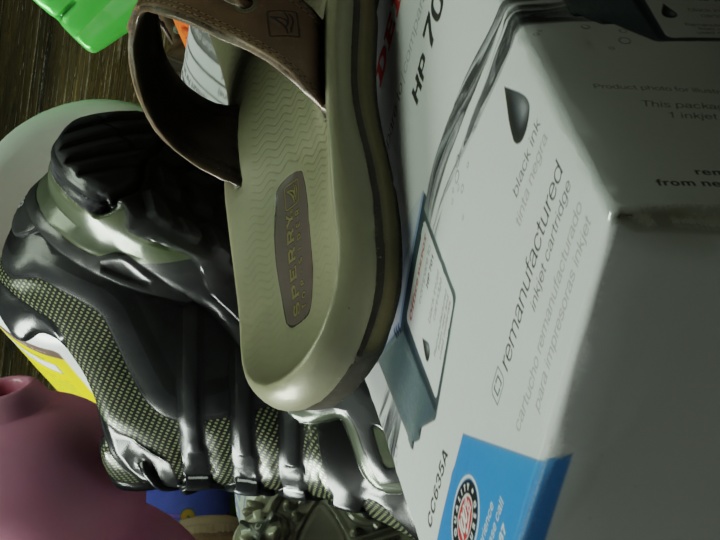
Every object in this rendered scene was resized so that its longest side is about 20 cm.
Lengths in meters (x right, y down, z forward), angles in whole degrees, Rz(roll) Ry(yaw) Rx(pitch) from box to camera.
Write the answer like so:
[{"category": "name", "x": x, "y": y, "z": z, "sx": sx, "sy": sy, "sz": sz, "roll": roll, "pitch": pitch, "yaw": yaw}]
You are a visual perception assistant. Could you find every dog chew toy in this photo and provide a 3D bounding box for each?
[{"category": "dog chew toy", "x": -0.097, "y": 0.132, "z": 0.807, "sx": 0.125, "sy": 0.124, "sz": 0.200, "roll": -139, "pitch": 35, "yaw": -71}]

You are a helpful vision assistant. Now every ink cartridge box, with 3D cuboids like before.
[{"category": "ink cartridge box", "x": 0.059, "y": -0.006, "z": 0.627, "sx": 0.200, "sy": 0.086, "sz": 0.147, "roll": -112, "pitch": 29, "yaw": -54}]

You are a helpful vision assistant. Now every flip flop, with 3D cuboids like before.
[{"category": "flip flop", "x": -0.035, "y": -0.054, "z": 0.675, "sx": 0.081, "sy": 0.058, "sz": 0.200, "roll": -44, "pitch": 46, "yaw": 50}]

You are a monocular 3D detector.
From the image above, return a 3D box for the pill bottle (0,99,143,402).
[{"category": "pill bottle", "x": -0.093, "y": 0.013, "z": 1.029, "sx": 0.200, "sy": 0.109, "sz": 0.109, "roll": 65, "pitch": -161, "yaw": -66}]

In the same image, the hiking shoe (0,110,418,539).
[{"category": "hiking shoe", "x": -0.031, "y": 0.039, "z": 0.754, "sx": 0.101, "sy": 0.200, "sz": 0.076, "roll": -47, "pitch": 6, "yaw": 33}]

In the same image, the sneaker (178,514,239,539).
[{"category": "sneaker", "x": -0.059, "y": 0.201, "z": 1.043, "sx": 0.076, "sy": 0.070, "sz": 0.200, "roll": -112, "pitch": 20, "yaw": -55}]

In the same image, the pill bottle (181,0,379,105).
[{"category": "pill bottle", "x": 0.000, "y": -0.072, "z": 0.790, "sx": 0.116, "sy": 0.116, "sz": 0.200, "roll": -114, "pitch": 30, "yaw": -58}]

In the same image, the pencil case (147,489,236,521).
[{"category": "pencil case", "x": -0.095, "y": 0.135, "z": 1.160, "sx": 0.087, "sy": 0.078, "sz": 0.200, "roll": 51, "pitch": -141, "yaw": -81}]

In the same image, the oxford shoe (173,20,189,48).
[{"category": "oxford shoe", "x": -0.026, "y": -0.091, "z": 0.888, "sx": 0.071, "sy": 0.073, "sz": 0.200, "roll": 37, "pitch": 140, "yaw": 53}]

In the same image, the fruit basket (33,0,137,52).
[{"category": "fruit basket", "x": -0.076, "y": -0.208, "z": 0.972, "sx": 0.216, "sy": 0.155, "sz": 0.216, "roll": -45, "pitch": 11, "yaw": 11}]

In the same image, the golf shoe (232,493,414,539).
[{"category": "golf shoe", "x": -0.014, "y": 0.110, "z": 0.928, "sx": 0.097, "sy": 0.078, "sz": 0.200, "roll": 79, "pitch": -178, "yaw": -47}]

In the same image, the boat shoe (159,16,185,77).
[{"category": "boat shoe", "x": -0.056, "y": -0.075, "z": 1.030, "sx": 0.075, "sy": 0.075, "sz": 0.202, "roll": 60, "pitch": -172, "yaw": -27}]
